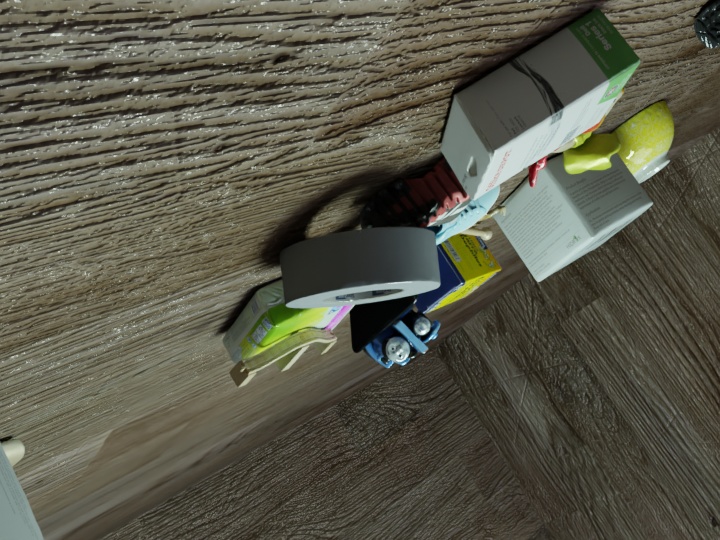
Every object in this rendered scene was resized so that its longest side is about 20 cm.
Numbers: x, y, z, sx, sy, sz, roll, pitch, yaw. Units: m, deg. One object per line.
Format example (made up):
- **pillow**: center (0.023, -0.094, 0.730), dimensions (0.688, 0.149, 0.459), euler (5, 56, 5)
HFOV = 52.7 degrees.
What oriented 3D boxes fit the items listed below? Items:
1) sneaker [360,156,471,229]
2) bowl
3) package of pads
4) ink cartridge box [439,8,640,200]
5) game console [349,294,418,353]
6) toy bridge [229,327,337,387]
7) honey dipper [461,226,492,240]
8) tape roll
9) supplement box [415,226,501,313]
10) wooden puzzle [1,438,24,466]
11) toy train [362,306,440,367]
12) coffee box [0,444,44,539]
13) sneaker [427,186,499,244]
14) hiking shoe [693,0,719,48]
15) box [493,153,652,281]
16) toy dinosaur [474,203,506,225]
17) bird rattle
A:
- **sneaker**: center (0.082, -0.086, 0.950), dimensions (0.199, 0.071, 0.098), euler (-30, 166, -20)
- **bowl**: center (0.591, -0.251, 1.541), dimensions (0.198, 0.109, 0.200), euler (-32, 168, -8)
- **package of pads**: center (-0.095, 0.061, 1.076), dimensions (0.198, 0.069, 0.155), euler (-22, 162, -41)
- **ink cartridge box**: center (0.197, -0.185, 0.836), dimensions (0.198, 0.085, 0.146), euler (-31, 167, -9)
- **game console**: center (0.066, 0.025, 1.233), dimensions (0.175, 0.117, 0.200), euler (-21, 163, -44)
- **toy bridge**: center (-0.100, 0.115, 1.042), dimensions (0.199, 0.027, 0.067), euler (-16, 154, -52)
- **honey dipper**: center (0.155, -0.066, 1.178), dimensions (0.198, 0.038, 0.038), euler (7, 142, -47)
- **tape roll**: center (0.000, 0.000, 0.904), dimensions (0.196, 0.067, 0.200), euler (-7, 173, -1)
- **supplement box**: center (0.170, -0.004, 1.405), dimensions (0.109, 0.110, 0.199), euler (-40, 167, 31)
- **wooden puzzle**: center (-0.534, 0.279, 0.876), dimensions (0.200, 0.037, 0.184), euler (-43, 165, 18)
- **toy train**: center (0.063, 0.110, 1.246), dimensions (0.115, 0.087, 0.200), euler (-49, -171, -9)
- **coffee box**: center (-0.354, 0.154, 0.449), dimensions (0.196, 0.201, 0.200), euler (-30, 168, -10)
- **sneaker**: center (0.125, -0.076, 1.046), dimensions (0.198, 0.075, 0.082), euler (-32, -166, -7)
- **hiking shoe**: center (0.562, -0.400, 1.015), dimensions (0.100, 0.076, 0.200), euler (-36, 179, -26)
- **box**: center (0.413, -0.121, 1.433), dimensions (0.197, 0.173, 0.200), euler (-26, 167, -30)
- **toy dinosaur**: center (0.193, -0.100, 1.219), dimensions (0.100, 0.059, 0.200), euler (-28, 167, -18)
- **bird rattle**: center (0.297, -0.214, 1.046), dimensions (0.198, 0.113, 0.164), euler (-4, 140, -40)
